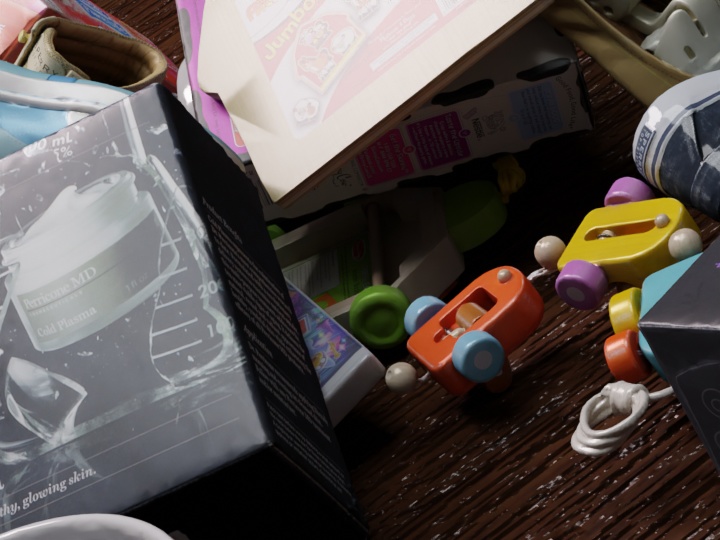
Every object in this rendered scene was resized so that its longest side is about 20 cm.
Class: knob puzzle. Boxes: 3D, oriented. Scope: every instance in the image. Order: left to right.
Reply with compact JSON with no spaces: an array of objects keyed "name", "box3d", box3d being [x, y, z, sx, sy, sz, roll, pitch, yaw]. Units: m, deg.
[{"name":"knob puzzle","box3d":[-0.002,-0.150,1.234,0.219,0.030,0.220,-17,60,31]}]

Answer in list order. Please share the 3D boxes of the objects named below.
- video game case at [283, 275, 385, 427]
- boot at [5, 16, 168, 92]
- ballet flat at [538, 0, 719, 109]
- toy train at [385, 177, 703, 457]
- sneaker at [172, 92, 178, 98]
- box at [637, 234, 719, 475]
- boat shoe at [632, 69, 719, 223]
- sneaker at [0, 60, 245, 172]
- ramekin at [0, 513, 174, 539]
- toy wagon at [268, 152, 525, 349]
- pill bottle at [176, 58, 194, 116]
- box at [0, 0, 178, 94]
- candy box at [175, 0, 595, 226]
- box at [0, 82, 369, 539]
[{"name":"video game case","box3d":[-0.084,0.057,1.200,0.143,0.018,0.200,-46,35,-4]},{"name":"boot","box3d":[-0.205,-0.062,1.291,0.200,0.073,0.156,-5,-40,-46]},{"name":"ballet flat","box3d":[0.138,-0.128,1.200,0.069,0.200,0.063,-45,-14,-40]},{"name":"toy train","box3d":[0.106,0.033,1.081,0.150,0.056,0.200,-43,27,-10]},{"name":"sneaker","box3d":[-0.132,-0.006,1.420,0.066,0.078,0.200,9,61,37]},{"name":"box","box3d":[0.225,0.002,0.937,0.200,0.106,0.122,-43,26,-28]},{"name":"boat shoe","box3d":[0.230,-0.066,1.132,0.200,0.071,0.091,-26,49,-25]},{"name":"sneaker","box3d":[-0.165,-0.029,1.193,0.200,0.080,0.131,15,71,14]},{"name":"ramekin","box3d":[-0.129,0.199,0.928,0.200,0.105,0.200,-23,27,12]},{"name":"toy wagon","box3d":[0.000,0.000,1.274,0.200,0.040,0.155,-24,24,10]},{"name":"pill bottle","box3d":[0.004,-0.110,1.398,0.200,0.111,0.111,-22,25,15]},{"name":"box","box3d":[-0.183,-0.114,1.462,0.096,0.200,0.100,-50,56,7]},{"name":"candy box","box3d":[0.011,-0.112,1.283,0.200,0.061,0.137,-16,53,6]},{"name":"box","box3d":[-0.129,0.057,1.093,0.200,0.124,0.197,-25,57,9]}]
